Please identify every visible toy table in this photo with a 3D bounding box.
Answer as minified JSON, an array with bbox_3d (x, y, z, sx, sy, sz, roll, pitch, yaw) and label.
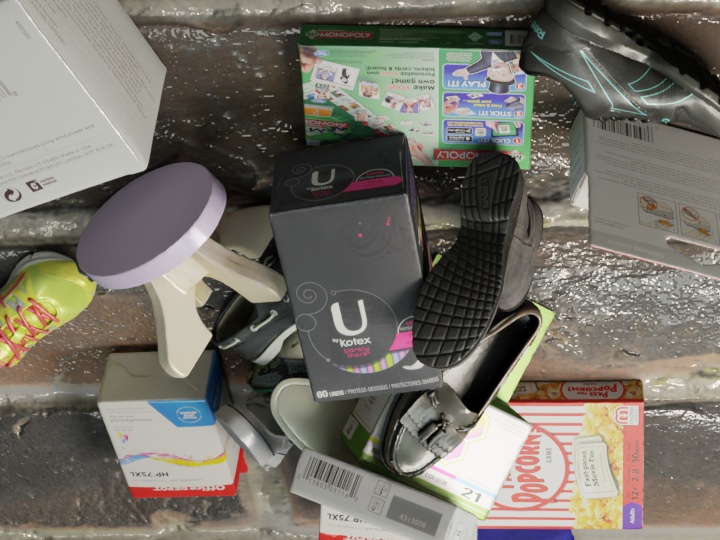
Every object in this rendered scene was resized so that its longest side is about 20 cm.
[{"bbox_3d":[-0.155,-0.012,1.583,0.117,0.185,0.199,43,166,-27],"label":"toy table"}]

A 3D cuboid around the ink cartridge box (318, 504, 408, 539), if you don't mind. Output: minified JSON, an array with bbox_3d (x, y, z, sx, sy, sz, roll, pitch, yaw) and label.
[{"bbox_3d":[0.017,0.226,1.840,0.115,0.067,0.202,4,119,2],"label":"ink cartridge box"}]

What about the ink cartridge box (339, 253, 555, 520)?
[{"bbox_3d":[0.092,0.109,1.666,0.147,0.076,0.202,25,95,-19],"label":"ink cartridge box"}]

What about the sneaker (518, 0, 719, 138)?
[{"bbox_3d":[0.221,-0.156,1.444,0.199,0.076,0.080,29,113,-10],"label":"sneaker"}]

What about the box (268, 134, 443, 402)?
[{"bbox_3d":[0.000,0.000,1.540,0.121,0.106,0.202,-9,122,7],"label":"box"}]

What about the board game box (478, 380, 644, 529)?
[{"bbox_3d":[0.188,0.188,1.803,0.197,0.046,0.153,-1,116,7],"label":"board game box"}]

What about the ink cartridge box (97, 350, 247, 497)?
[{"bbox_3d":[-0.190,0.173,1.835,0.115,0.068,0.201,-2,136,9],"label":"ink cartridge box"}]

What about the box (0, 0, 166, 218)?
[{"bbox_3d":[-0.296,-0.163,1.458,0.197,0.132,0.201,-16,133,22],"label":"box"}]

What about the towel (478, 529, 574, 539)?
[{"bbox_3d":[0.159,0.279,1.939,0.146,0.050,0.201,-9,135,6],"label":"towel"}]

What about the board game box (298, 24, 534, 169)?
[{"bbox_3d":[0.049,-0.147,1.511,0.197,0.029,0.135,2,138,4],"label":"board game box"}]

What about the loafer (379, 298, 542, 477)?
[{"bbox_3d":[0.090,0.103,1.593,0.072,0.063,0.201,39,84,-18],"label":"loafer"}]

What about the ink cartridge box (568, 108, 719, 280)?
[{"bbox_3d":[0.274,-0.047,1.485,0.198,0.175,0.044,14,137,-8],"label":"ink cartridge box"}]

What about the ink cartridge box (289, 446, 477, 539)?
[{"bbox_3d":[0.039,0.225,1.669,0.159,0.048,0.200,18,174,21],"label":"ink cartridge box"}]

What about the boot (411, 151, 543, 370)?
[{"bbox_3d":[0.113,0.011,1.531,0.069,0.202,0.132,16,163,24],"label":"boot"}]

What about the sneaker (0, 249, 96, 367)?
[{"bbox_3d":[-0.333,0.054,1.720,0.199,0.091,0.078,-29,125,29],"label":"sneaker"}]

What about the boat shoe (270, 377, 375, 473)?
[{"bbox_3d":[-0.004,0.163,1.729,0.200,0.060,0.073,29,90,-14],"label":"boat shoe"}]

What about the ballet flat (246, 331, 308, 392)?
[{"bbox_3d":[-0.023,0.072,1.734,0.198,0.075,0.075,-9,135,13],"label":"ballet flat"}]

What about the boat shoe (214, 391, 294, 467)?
[{"bbox_3d":[-0.094,0.149,1.760,0.065,0.200,0.074,-45,84,-2],"label":"boat shoe"}]

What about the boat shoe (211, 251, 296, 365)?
[{"bbox_3d":[-0.082,0.023,1.672,0.060,0.076,0.200,17,135,-20],"label":"boat shoe"}]
